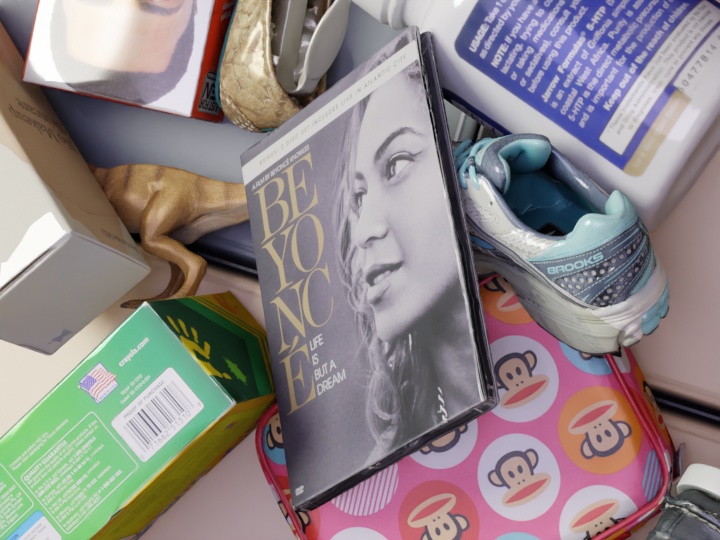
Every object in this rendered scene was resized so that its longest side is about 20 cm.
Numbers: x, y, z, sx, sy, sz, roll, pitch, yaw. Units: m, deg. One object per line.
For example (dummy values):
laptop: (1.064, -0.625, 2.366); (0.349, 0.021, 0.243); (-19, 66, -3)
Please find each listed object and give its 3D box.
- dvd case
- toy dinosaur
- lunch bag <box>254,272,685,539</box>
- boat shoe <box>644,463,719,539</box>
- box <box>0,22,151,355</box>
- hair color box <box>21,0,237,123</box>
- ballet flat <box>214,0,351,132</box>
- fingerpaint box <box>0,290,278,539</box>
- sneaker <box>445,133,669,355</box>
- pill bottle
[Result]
dvd case: (0.000, 0.000, 1.263); (0.148, 0.016, 0.201); (-33, 57, 43)
toy dinosaur: (-0.097, -0.031, 1.366); (0.198, 0.060, 0.107); (2, 89, 12)
lunch bag: (0.062, 0.107, 1.318); (0.199, 0.082, 0.177); (-29, 84, 10)
boat shoe: (0.211, 0.181, 1.258); (0.200, 0.076, 0.060); (45, 72, -15)
box: (-0.203, -0.061, 1.346); (0.078, 0.095, 0.201); (-39, 66, 11)
hair color box: (-0.108, -0.188, 1.368); (0.101, 0.061, 0.202); (12, 93, 12)
ballet flat: (-0.027, -0.170, 1.344); (0.065, 0.070, 0.202); (15, 102, 35)
fingerpaint box: (-0.137, 0.102, 1.319); (0.200, 0.167, 0.073); (-43, 83, 10)
sneaker: (0.070, -0.041, 1.260); (0.199, 0.087, 0.078); (27, 57, 35)
pill bottle: (0.097, -0.121, 1.292); (0.199, 0.120, 0.120); (36, 97, 10)
